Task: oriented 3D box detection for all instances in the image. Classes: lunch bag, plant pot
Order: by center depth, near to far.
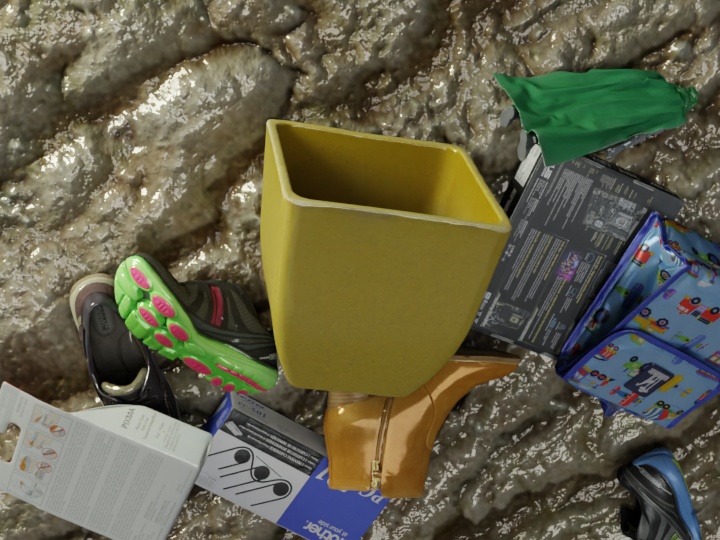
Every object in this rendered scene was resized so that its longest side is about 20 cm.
[{"bbox_3d":[0.000,0.000,1.096,0.194,0.195,0.201,7,115,-13],"label":"plant pot"},{"bbox_3d":[0.297,0.066,1.195,0.150,0.094,0.200,23,119,-24],"label":"lunch bag"}]

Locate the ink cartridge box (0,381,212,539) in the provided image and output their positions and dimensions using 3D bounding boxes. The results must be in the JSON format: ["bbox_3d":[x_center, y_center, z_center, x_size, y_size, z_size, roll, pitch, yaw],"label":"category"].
[{"bbox_3d":[-0.260,0.182,1.171,0.199,0.047,0.160,25,130,-6],"label":"ink cartridge box"}]

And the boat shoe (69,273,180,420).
[{"bbox_3d":[-0.225,0.102,1.157,0.071,0.065,0.201,-17,114,-4],"label":"boat shoe"}]

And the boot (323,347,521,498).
[{"bbox_3d":[0.063,0.152,1.206,0.200,0.071,0.145,-3,92,-1],"label":"boot"}]

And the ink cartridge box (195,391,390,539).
[{"bbox_3d":[-0.073,0.209,1.238,0.199,0.044,0.094,31,105,-20],"label":"ink cartridge box"}]

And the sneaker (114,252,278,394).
[{"bbox_3d":[-0.152,0.042,1.137,0.076,0.084,0.200,-16,136,35],"label":"sneaker"}]

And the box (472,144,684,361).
[{"bbox_3d":[0.203,-0.015,1.199,0.159,0.044,0.201,20,106,-17],"label":"box"}]

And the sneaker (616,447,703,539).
[{"bbox_3d":[0.331,0.284,1.334,0.082,0.071,0.201,-17,113,12],"label":"sneaker"}]

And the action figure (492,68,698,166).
[{"bbox_3d":[0.232,-0.148,1.133,0.199,0.119,0.055,-11,150,-18],"label":"action figure"}]
